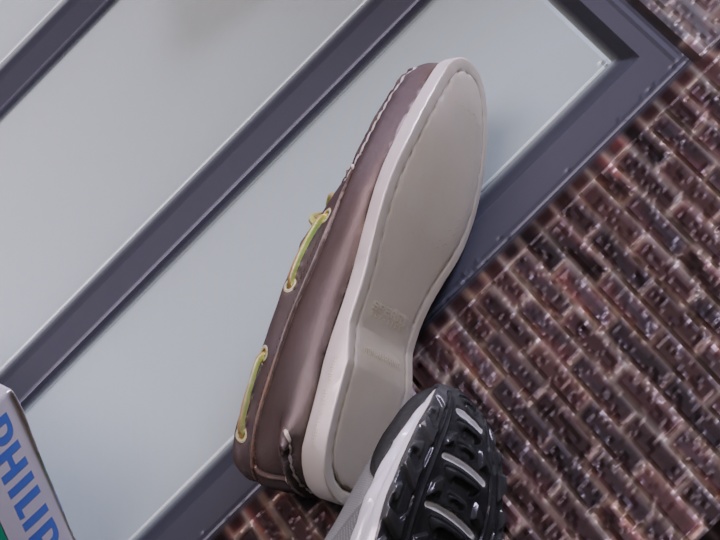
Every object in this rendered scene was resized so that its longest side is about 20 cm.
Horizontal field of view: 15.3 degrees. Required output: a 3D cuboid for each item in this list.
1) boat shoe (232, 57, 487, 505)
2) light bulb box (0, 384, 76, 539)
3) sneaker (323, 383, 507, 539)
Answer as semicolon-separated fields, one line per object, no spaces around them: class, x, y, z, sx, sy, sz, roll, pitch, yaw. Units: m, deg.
boat shoe;0.000;0.000;1.138;0.059;0.072;0.201;7;73;36
light bulb box;-0.260;0.123;1.168;0.200;0.125;0.198;-38;40;-26
sneaker;-0.006;0.135;1.057;0.079;0.074;0.201;9;69;45
